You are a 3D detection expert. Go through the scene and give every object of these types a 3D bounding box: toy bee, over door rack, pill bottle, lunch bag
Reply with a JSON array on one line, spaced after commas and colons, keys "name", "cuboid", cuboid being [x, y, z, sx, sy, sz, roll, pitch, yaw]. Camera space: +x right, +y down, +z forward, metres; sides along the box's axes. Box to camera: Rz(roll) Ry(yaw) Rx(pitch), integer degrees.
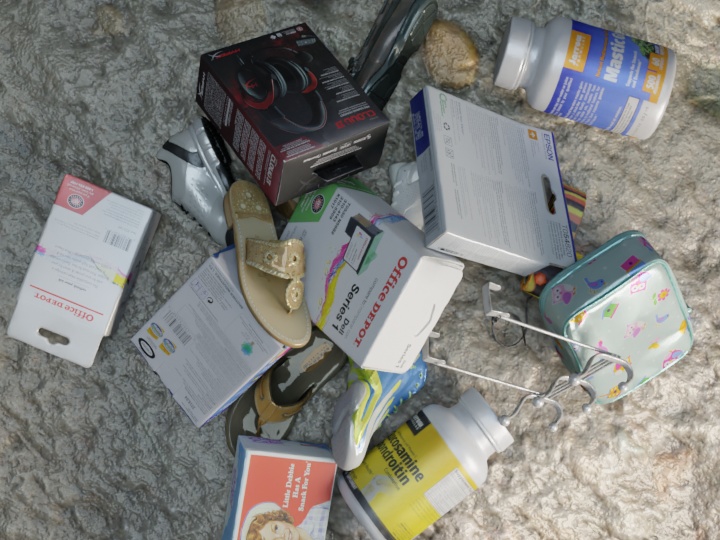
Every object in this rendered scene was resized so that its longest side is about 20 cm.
[{"name": "toy bee", "cuboid": [0.228, -0.006, 1.383, 0.129, 0.109, 0.204, 2, 89, -3]}, {"name": "over door rack", "cuboid": [0.178, 0.110, 1.284, 0.198, 0.148, 0.067, 28, 54, -15]}, {"name": "pill bottle", "cuboid": [0.262, -0.235, 1.383, 0.197, 0.112, 0.114, 16, 89, -2]}, {"name": "lunch bag", "cuboid": [0.301, 0.055, 1.351, 0.159, 0.201, 0.077, -35, 46, -1]}, {"name": "pill bottle", "cuboid": [0.079, 0.230, 1.373, 0.199, 0.112, 0.113, -38, 90, -2]}]

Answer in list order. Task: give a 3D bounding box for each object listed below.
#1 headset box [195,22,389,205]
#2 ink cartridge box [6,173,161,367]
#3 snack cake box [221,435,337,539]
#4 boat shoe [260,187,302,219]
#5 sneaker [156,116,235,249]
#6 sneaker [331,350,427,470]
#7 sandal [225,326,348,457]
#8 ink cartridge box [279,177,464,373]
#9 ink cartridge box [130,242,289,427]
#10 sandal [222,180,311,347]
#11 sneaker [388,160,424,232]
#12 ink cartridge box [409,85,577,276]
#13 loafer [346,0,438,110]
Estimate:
[{"name": "headset box", "cuboid": [-0.073, -0.173, 1.314, 0.147, 0.075, 0.201, -23, 61, -29]}, {"name": "ink cartridge box", "cuboid": [-0.330, 0.002, 1.390, 0.115, 0.067, 0.203, 22, 87, -1]}, {"name": "snack cake box", "cuboid": [-0.102, 0.304, 1.370, 0.113, 0.067, 0.203, 9, 95, -15]}, {"name": "boat shoe", "cuboid": [-0.112, -0.158, 1.400, 0.069, 0.074, 0.201, -30, 83, -22]}, {"name": "sneaker", "cuboid": [-0.178, -0.078, 1.400, 0.079, 0.074, 0.202, -25, 84, 9]}, {"name": "sneaker", "cuboid": [0.030, 0.144, 1.370, 0.104, 0.076, 0.203, 18, 66, -17]}, {"name": "sandal", "cuboid": [-0.090, 0.145, 1.399, 0.080, 0.054, 0.200, 44, 89, 0]}, {"name": "ink cartridge box", "cuboid": [0.000, 0.000, 1.323, 0.200, 0.083, 0.146, 40, 108, 37]}, {"name": "ink cartridge box", "cuboid": [-0.174, 0.084, 1.356, 0.200, 0.076, 0.137, -42, 83, 27]}, {"name": "sandal", "cuboid": [-0.096, -0.024, 1.294, 0.077, 0.070, 0.214, -1, 57, -36]}, {"name": "sneaker", "cuboid": [0.062, -0.079, 1.403, 0.099, 0.078, 0.201, 37, 80, 6]}, {"name": "ink cartridge box", "cuboid": [0.151, -0.096, 1.336, 0.198, 0.041, 0.202, 15, 55, -30]}, {"name": "loafer", "cuboid": [0.018, -0.251, 1.407, 0.063, 0.072, 0.201, 33, 91, 20]}]
